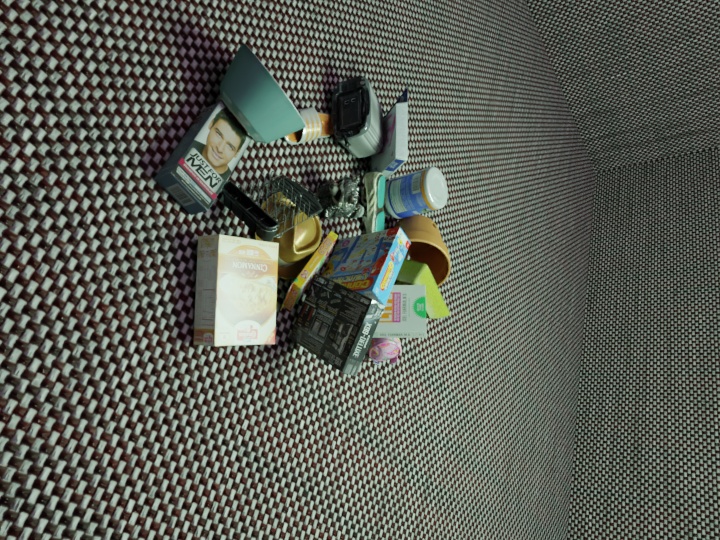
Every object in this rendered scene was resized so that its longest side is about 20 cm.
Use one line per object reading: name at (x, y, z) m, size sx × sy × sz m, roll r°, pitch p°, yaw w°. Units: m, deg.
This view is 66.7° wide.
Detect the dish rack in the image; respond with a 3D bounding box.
dish rack at (-0.175, -0.146, 1.142) m, size 0.153 × 0.055 × 0.199 m, roll 41°, pitch 45°, yaw 17°

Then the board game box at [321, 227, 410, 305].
board game box at (0.000, 0.000, 1.303) m, size 0.056 × 0.196 × 0.199 m, roll 51°, pitch 47°, yaw -32°

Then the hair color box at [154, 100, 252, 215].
hair color box at (-0.299, -0.219, 1.059) m, size 0.099 × 0.059 × 0.203 m, roll 49°, pitch 48°, yaw -36°

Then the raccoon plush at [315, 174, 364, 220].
raccoon plush at (-0.018, -0.186, 1.359) m, size 0.198 × 0.131 × 0.100 m, roll -10°, pitch 91°, yaw -52°

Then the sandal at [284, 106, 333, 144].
sandal at (-0.113, -0.358, 1.324) m, size 0.205 × 0.058 × 0.081 m, roll -28°, pitch 105°, yaw -51°

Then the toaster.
toaster at (-0.002, -0.383, 1.412) m, size 0.129 × 0.111 × 0.206 m, roll 34°, pitch 49°, yaw -60°

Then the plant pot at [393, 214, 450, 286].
plant pot at (0.155, -0.058, 1.537) m, size 0.201 × 0.196 × 0.142 m, roll 51°, pitch 32°, yaw -34°

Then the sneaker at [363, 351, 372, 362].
sneaker at (-0.004, 0.185, 1.363) m, size 0.198 × 0.076 × 0.085 m, roll 16°, pitch 77°, yaw -51°

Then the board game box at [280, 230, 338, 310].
board game box at (-0.116, 0.005, 1.241) m, size 0.030 × 0.096 × 0.201 m, roll 33°, pitch 50°, yaw 3°

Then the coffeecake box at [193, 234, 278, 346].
coffeecake box at (-0.241, 0.042, 1.073) m, size 0.152 × 0.072 × 0.207 m, roll 6°, pitch 84°, yaw -52°

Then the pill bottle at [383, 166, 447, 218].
pill bottle at (0.131, -0.206, 1.503) m, size 0.111 × 0.196 × 0.116 m, roll 14°, pitch 72°, yaw -48°

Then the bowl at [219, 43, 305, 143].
bowl at (-0.211, -0.341, 1.115) m, size 0.105 × 0.201 × 0.201 m, roll -40°, pitch 126°, yaw 1°

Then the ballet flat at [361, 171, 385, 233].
ballet flat at (0.033, -0.165, 1.481) m, size 0.067 × 0.061 × 0.206 m, roll -22°, pitch 119°, yaw -58°

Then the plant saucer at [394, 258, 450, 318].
plant saucer at (0.119, 0.051, 1.448) m, size 0.048 × 0.197 × 0.202 m, roll -51°, pitch 132°, yaw -24°

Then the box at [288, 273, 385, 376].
box at (-0.055, 0.112, 1.179) m, size 0.049 × 0.198 × 0.161 m, roll 26°, pitch 87°, yaw -45°

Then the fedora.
fedora at (-0.145, -0.082, 1.219) m, size 0.198 × 0.080 × 0.207 m, roll 11°, pitch 76°, yaw -50°

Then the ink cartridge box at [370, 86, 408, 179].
ink cartridge box at (0.074, -0.358, 1.470) m, size 0.042 × 0.196 × 0.206 m, roll 4°, pitch 78°, yaw -17°

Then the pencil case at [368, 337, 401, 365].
pencil case at (0.057, 0.131, 1.370) m, size 0.087 × 0.086 × 0.203 m, roll 45°, pitch 29°, yaw -38°

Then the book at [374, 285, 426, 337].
book at (0.060, 0.100, 1.312) m, size 0.049 × 0.194 × 0.136 m, roll 82°, pitch 9°, yaw -48°
